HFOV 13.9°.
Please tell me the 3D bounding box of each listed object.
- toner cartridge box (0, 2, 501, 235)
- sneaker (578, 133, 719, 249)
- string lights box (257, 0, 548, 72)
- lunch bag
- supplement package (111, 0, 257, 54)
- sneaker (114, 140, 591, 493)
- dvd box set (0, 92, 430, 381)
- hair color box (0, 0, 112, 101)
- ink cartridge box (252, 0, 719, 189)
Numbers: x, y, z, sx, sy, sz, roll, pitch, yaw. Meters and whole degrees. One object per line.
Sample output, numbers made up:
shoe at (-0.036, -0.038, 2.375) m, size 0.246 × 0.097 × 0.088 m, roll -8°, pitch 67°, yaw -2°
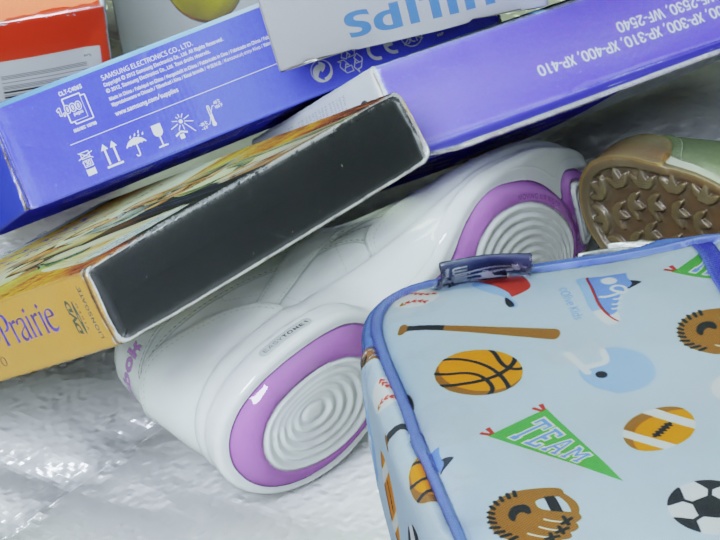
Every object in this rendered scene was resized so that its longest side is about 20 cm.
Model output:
toner cartridge box at (-0.053, -0.071, 1.136) m, size 0.199 × 0.043 × 0.095 m, roll -23°, pitch 2°, yaw -18°
sneaker at (0.180, -0.007, 1.035) m, size 0.200 × 0.067 × 0.090 m, roll 26°, pitch 44°, yaw 35°
string lights box at (0.002, -0.167, 1.114) m, size 0.102 × 0.059 × 0.200 m, roll -14°, pitch 42°, yaw 3°
lunch bag at (0.088, 0.060, 0.861) m, size 0.160 × 0.076 × 0.200 m, roll -8°, pitch 33°, yaw -6°
supplement package at (-0.042, -0.210, 1.294) m, size 0.151 × 0.201 × 0.151 m, roll -7°, pitch 30°, yaw 3°
sneaker at (0.000, 0.000, 1.054) m, size 0.200 × 0.075 × 0.099 m, roll -30°, pitch 38°, yaw -33°
dvd box set at (-0.086, -0.002, 1.034) m, size 0.146 × 0.029 × 0.200 m, roll -31°, pitch 9°, yaw -35°
hair color box at (-0.146, -0.147, 1.231) m, size 0.064 × 0.111 × 0.201 m, roll -9°, pitch 56°, yaw -5°
ink cartridge box at (0.078, -0.078, 1.105) m, size 0.198 × 0.044 × 0.200 m, roll -20°, pitch 2°, yaw -22°
